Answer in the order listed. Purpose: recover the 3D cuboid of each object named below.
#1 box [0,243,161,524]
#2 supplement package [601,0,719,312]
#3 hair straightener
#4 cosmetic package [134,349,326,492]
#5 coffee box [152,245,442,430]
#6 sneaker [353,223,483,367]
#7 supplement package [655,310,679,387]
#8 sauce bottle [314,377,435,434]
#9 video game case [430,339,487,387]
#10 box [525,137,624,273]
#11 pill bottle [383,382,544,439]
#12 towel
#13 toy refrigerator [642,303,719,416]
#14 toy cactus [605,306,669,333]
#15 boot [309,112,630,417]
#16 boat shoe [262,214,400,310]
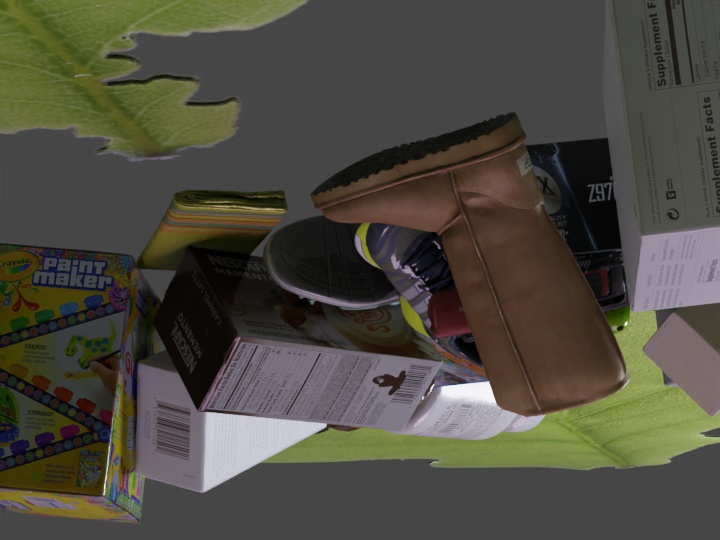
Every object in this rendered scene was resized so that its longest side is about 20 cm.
[{"bbox_3d":[-0.240,0.097,1.601,0.122,0.193,0.200,5,166,3],"label":"box"},{"bbox_3d":[0.203,-0.076,1.136,0.111,0.156,0.200,-7,167,4],"label":"supplement package"},{"bbox_3d":[0.148,0.015,1.401,0.200,0.041,0.077,-20,161,35],"label":"hair straightener"},{"bbox_3d":[-0.104,0.105,1.651,0.071,0.102,0.200,12,-163,28],"label":"cosmetic package"},{"bbox_3d":[-0.050,0.056,1.568,0.200,0.114,0.080,9,122,-35],"label":"coffee box"},{"bbox_3d":[0.061,0.004,1.487,0.074,0.081,0.200,-44,143,-5],"label":"sneaker"},{"bbox_3d":[0.374,0.032,1.727,0.200,0.120,0.121,-17,163,42],"label":"supplement package"},{"bbox_3d":[-0.003,0.107,1.745,0.066,0.066,0.200,2,166,-28],"label":"sauce bottle"},{"bbox_3d":[0.082,0.067,1.717,0.200,0.018,0.143,-10,154,41],"label":"video game case"},{"bbox_3d":[0.177,-0.032,1.463,0.163,0.086,0.200,-5,167,2],"label":"box"},{"bbox_3d":[0.101,0.114,1.994,0.114,0.115,0.200,-16,162,41],"label":"pill bottle"},{"bbox_3d":[-0.119,-0.030,1.529,0.086,0.018,0.200,3,166,-15],"label":"towel"},{"bbox_3d":[0.309,0.019,1.503,0.200,0.076,0.070,-39,167,-34],"label":"toy refrigerator"},{"bbox_3d":[0.218,0.003,1.670,0.199,0.103,0.165,-4,-174,-14],"label":"toy cactus"},{"bbox_3d":[0.072,0.009,1.344,0.175,0.200,0.066,-14,-165,34],"label":"boot"},{"bbox_3d":[0.000,-0.002,1.568,0.202,0.075,0.065,-2,164,-41],"label":"boat shoe"}]
